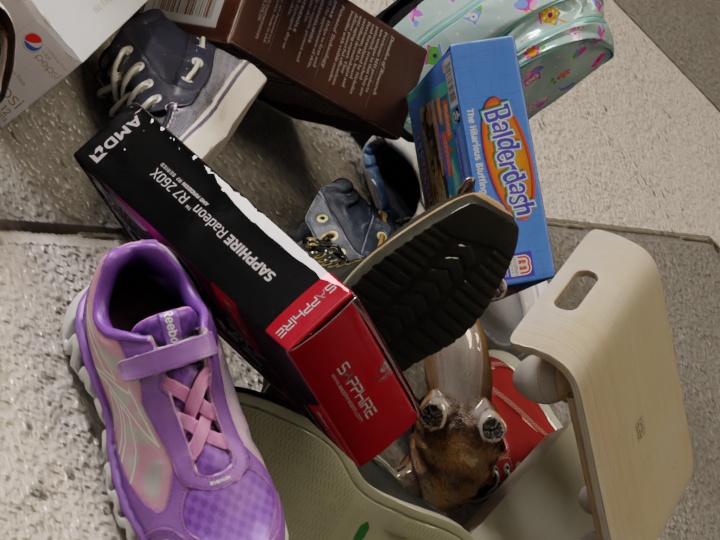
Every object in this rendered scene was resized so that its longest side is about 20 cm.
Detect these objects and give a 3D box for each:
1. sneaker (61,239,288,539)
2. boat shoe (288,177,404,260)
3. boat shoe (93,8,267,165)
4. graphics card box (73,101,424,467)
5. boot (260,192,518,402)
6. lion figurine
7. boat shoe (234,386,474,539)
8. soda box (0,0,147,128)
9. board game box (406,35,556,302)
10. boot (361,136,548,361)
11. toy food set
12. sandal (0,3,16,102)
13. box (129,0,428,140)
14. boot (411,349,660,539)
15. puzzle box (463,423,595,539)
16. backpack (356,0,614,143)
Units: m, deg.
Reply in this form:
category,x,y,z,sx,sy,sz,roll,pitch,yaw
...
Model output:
category,x,y,z,sx,sy,sz,roll,pitch,yaw
sneaker,-0.093,0.065,1.233,0.080,0.089,0.200,-13,58,-23
boat shoe,-0.015,0.009,1.562,0.091,0.071,0.200,39,23,-3
boat shoe,-0.128,-0.091,1.475,0.093,0.075,0.200,33,25,-3
graphics card box,-0.060,0.006,1.306,0.200,0.051,0.126,42,-11,35
boot,0.000,0.000,1.418,0.077,0.200,0.138,34,24,-29
lion figurine,0.056,0.049,1.485,0.122,0.072,0.201,103,-6,-85
boat shoe,-0.023,0.123,1.374,0.200,0.072,0.068,35,4,-31
soda box,-0.177,-0.154,1.441,0.064,0.068,0.200,51,21,-10
board game box,0.075,-0.058,1.583,0.200,0.045,0.153,150,-69,-82
boot,0.063,-0.015,1.767,0.095,0.074,0.200,19,32,-48
toy food set,0.145,0.096,1.506,0.144,0.060,0.200,-49,132,-51
sandal,-0.204,-0.105,1.270,0.079,0.059,0.207,83,-13,-49
box,-0.054,-0.156,1.646,0.100,0.075,0.200,14,-9,37
boot,0.114,0.152,1.612,0.200,0.072,0.144,50,23,3
puzzle box,0.118,0.195,1.519,0.133,0.025,0.200,57,38,-5
backpack,0.090,-0.168,1.854,0.127,0.200,0.167,58,20,8
